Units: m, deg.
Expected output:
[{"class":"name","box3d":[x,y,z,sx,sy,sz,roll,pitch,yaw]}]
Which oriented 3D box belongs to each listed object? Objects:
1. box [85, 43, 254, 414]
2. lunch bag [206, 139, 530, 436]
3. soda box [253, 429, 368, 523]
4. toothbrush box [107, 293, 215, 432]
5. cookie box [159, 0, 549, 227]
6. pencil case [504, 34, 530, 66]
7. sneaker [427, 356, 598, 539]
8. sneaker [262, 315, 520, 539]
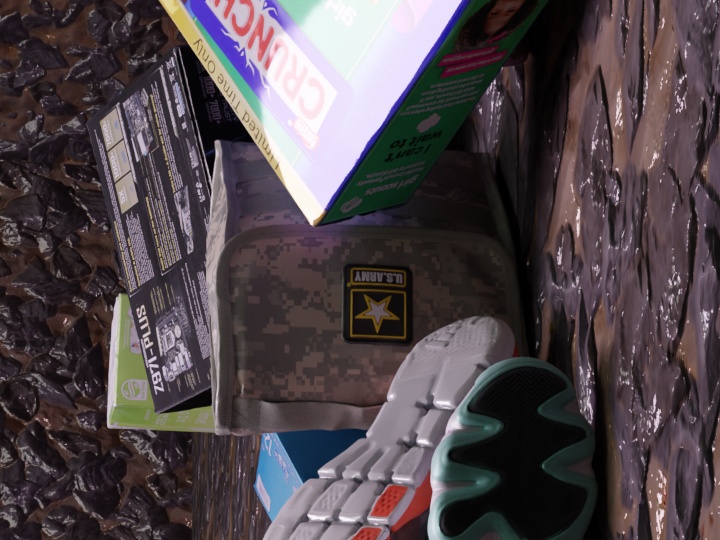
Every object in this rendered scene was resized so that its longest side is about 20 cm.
[{"class":"box","box3d":[-0.084,-0.026,1.474,0.164,0.086,0.200,-29,73,60]},{"class":"lunch bag","box3d":[-0.001,0.018,1.278,0.200,0.164,0.118,-100,14,-58]},{"class":"soda box","box3d":[0.012,0.157,1.259,0.064,0.068,0.200,100,150,-43]},{"class":"toothbrush box","box3d":[-0.083,0.073,1.738,0.146,0.200,0.086,131,140,-77]},{"class":"cookie box","box3d":[0.001,-0.152,1.202,0.171,0.075,0.200,55,134,23]},{"class":"pencil case","box3d":[0.059,-0.202,1.243,0.087,0.083,0.200,-37,-44,-62]},{"class":"sneaker","box3d":[0.060,0.146,1.107,0.140,0.078,0.200,110,168,-79]},{"class":"sneaker","box3d":[0.028,0.117,1.145,0.200,0.082,0.077,-50,33,-20]}]
